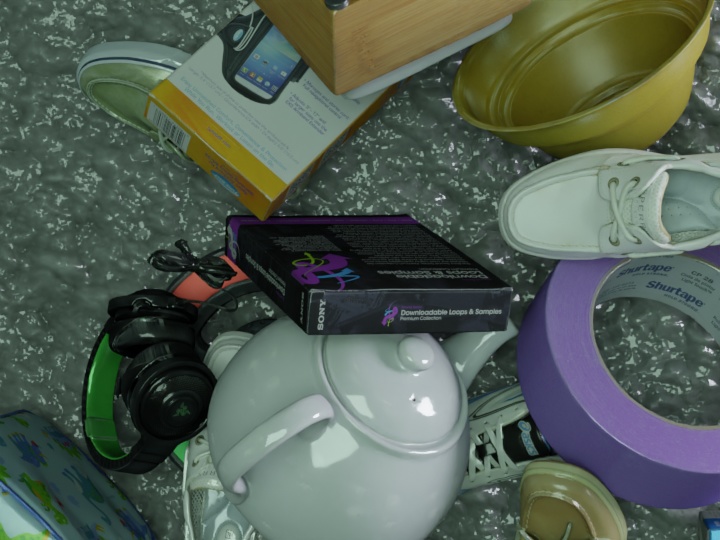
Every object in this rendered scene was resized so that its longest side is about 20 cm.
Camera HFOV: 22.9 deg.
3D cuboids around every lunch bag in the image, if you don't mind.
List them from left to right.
[{"bbox_3d":[-0.231,0.182,1.269,0.161,0.200,0.082,43,95,5],"label":"lunch bag"}]

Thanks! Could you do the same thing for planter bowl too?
[{"bbox_3d":[0.172,-0.135,1.261,0.200,0.200,0.084,-30,121,6],"label":"planter bowl"}]

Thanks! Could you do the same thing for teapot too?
[{"bbox_3d":[-0.001,0.096,1.199,0.197,0.200,0.146,23,133,-19],"label":"teapot"}]

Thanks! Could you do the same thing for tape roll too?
[{"bbox_3d":[0.213,0.061,1.233,0.200,0.066,0.200,7,59,-12],"label":"tape roll"}]

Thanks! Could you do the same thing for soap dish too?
[{"bbox_3d":[0.001,-0.223,1.249,0.157,0.081,0.200,-27,51,-13],"label":"soap dish"}]

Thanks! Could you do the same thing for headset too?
[{"bbox_3d":[-0.153,0.058,1.261,0.200,0.094,0.124,-49,44,32],"label":"headset"}]

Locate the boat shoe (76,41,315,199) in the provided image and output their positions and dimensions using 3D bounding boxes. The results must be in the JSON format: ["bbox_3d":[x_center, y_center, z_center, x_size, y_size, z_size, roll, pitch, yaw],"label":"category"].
[{"bbox_3d":[-0.122,-0.113,1.317,0.200,0.072,0.062,19,49,5],"label":"boat shoe"}]

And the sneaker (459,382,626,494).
[{"bbox_3d":[0.100,0.123,1.295,0.200,0.072,0.072,-21,88,8],"label":"sneaker"}]

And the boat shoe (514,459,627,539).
[{"bbox_3d":[0.146,0.212,1.234,0.073,0.063,0.200,5,135,25],"label":"boat shoe"}]

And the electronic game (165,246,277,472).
[{"bbox_3d":[-0.069,0.076,1.331,0.200,0.042,0.200,0,90,7],"label":"electronic game"}]

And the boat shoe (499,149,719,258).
[{"bbox_3d":[0.189,-0.044,1.165,0.200,0.069,0.071,-7,99,9],"label":"boat shoe"}]

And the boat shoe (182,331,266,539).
[{"bbox_3d":[-0.094,0.146,1.285,0.071,0.069,0.200,3,96,12],"label":"boat shoe"}]

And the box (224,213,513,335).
[{"bbox_3d":[0.000,0.000,1.224,0.143,0.200,0.036,-1,105,-20],"label":"box"}]

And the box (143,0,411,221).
[{"bbox_3d":[-0.048,-0.142,1.298,0.119,0.041,0.200,42,61,6],"label":"box"}]

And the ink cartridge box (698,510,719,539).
[{"bbox_3d":[0.341,0.203,1.241,0.200,0.116,0.067,-3,88,8],"label":"ink cartridge box"}]
